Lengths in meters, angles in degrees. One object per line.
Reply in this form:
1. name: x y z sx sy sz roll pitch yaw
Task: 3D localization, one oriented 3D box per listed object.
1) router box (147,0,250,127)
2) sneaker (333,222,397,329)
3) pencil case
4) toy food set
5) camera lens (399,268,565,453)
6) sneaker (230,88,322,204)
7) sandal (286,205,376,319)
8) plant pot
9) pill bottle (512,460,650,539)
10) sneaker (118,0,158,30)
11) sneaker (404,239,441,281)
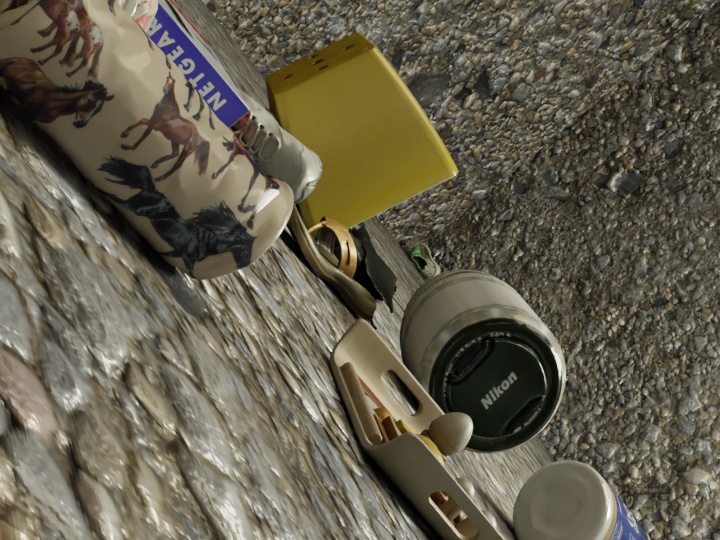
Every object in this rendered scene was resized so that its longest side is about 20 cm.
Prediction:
1. router box: -0.217 -0.263 1.301 0.200 0.049 0.180 49 5 -43
2. sneaker: 0.002 -0.002 1.485 0.105 0.060 0.200 50 9 -8
3. pencil case: -0.117 -0.079 0.626 0.200 0.077 0.090 49 24 -34
4. toy food set: 0.052 0.127 0.883 0.144 0.060 0.200 51 4 -21
5. camera lens: 0.129 0.095 1.322 0.161 0.159 0.200 50 4 -18
6. sneaker: -0.115 -0.142 1.344 0.200 0.075 0.087 44 4 42
7. sandal: -0.027 -0.019 1.294 0.200 0.054 0.081 48 5 -45
8. plant pot: -0.018 -0.180 1.490 0.200 0.197 0.179 -118 -177 -70
9. pill bottle: 0.252 0.298 1.296 0.200 0.110 0.111 48 5 -43
10. sneaker: -0.200 -0.214 0.865 0.105 0.075 0.200 47 -1 5
11. sneaker: 0.199 -0.047 4.043 0.088 0.077 0.201 35 13 -47
